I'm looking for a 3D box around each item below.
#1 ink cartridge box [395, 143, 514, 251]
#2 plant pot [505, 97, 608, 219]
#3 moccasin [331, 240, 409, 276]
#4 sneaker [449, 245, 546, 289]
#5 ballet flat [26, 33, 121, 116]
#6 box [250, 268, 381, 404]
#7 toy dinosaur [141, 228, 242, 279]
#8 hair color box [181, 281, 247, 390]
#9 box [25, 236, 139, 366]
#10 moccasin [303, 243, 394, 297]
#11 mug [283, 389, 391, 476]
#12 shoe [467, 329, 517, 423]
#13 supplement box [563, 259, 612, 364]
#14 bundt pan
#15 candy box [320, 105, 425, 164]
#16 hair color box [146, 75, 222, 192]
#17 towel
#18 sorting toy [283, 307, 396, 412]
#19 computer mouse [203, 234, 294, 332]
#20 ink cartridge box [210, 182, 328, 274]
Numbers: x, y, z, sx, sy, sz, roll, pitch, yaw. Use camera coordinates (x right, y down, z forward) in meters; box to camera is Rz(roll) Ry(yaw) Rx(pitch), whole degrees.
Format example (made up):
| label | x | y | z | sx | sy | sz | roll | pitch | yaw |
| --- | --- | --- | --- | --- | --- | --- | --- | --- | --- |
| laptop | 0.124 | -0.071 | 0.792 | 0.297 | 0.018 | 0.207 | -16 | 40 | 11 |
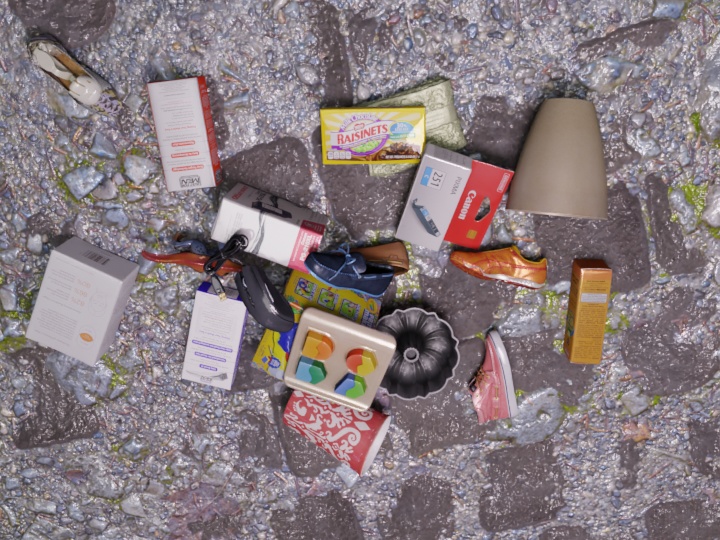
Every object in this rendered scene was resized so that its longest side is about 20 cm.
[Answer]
| label | x | y | z | sx | sy | sz | roll | pitch | yaw |
| --- | --- | --- | --- | --- | --- | --- | --- | --- | --- |
| ink cartridge box | 0.175 | -0.123 | 1.337 | 0.172 | 0.045 | 0.202 | 17 | 132 | -2 |
| plant pot | 0.368 | -0.203 | 1.285 | 0.183 | 0.187 | 0.205 | 6 | 95 | 0 |
| moccasin | 0.000 | 0.001 | 1.402 | 0.196 | 0.079 | 0.074 | -8 | 146 | -1 |
| sneaker | 0.273 | -0.016 | 1.404 | 0.195 | 0.073 | 0.079 | 11 | 86 | -5 |
| ballet flat | -0.540 | -0.358 | 1.317 | 0.200 | 0.072 | 0.072 | 41 | 105 | -11 |
| box | -0.088 | 0.124 | 1.396 | 0.189 | 0.123 | 0.202 | 25 | 128 | -6 |
| toy dinosaur | -0.293 | -0.003 | 1.385 | 0.179 | 0.199 | 0.107 | 26 | 128 | 26 |
| hair color box | -0.299 | 0.136 | 1.470 | 0.107 | 0.065 | 0.204 | 14 | 106 | -3 |
| box | -0.563 | 0.061 | 1.433 | 0.150 | 0.107 | 0.203 | 24 | 107 | -6 |
| moccasin | -0.018 | -0.010 | 1.301 | 0.198 | 0.081 | 0.068 | 13 | 126 | -46 |
| mug | -0.057 | 0.333 | 1.475 | 0.197 | 0.134 | 0.180 | 26 | 128 | 13 |
| shoe | 0.266 | 0.226 | 1.469 | 0.089 | 0.072 | 0.204 | -15 | 111 | 1 |
| supplement box | 0.455 | 0.084 | 1.419 | 0.067 | 0.067 | 0.205 | 0 | 107 | 2 |
| bundt pan | 0.104 | 0.158 | 1.452 | 0.197 | 0.076 | 0.207 | 1 | 108 | 3 |
| candy box | 0.024 | -0.252 | 1.315 | 0.195 | 0.026 | 0.105 | 0 | 109 | 7 |
| hair color box | -0.332 | -0.260 | 1.344 | 0.099 | 0.061 | 0.205 | -5 | 107 | 4 |
| towel | 0.093 | -0.267 | 1.336 | 0.196 | 0.037 | 0.151 | -17 | 107 | 8 |
| sorting toy | -0.044 | 0.176 | 1.323 | 0.181 | 0.037 | 0.202 | 19 | 128 | -1 |
| computer mouse | -0.215 | 0.046 | 1.291 | 0.139 | 0.046 | 0.202 | -27 | 99 | 37 |
| ink cartridge box | -0.170 | -0.084 | 1.349 | 0.196 | 0.145 | 0.086 | 20 | 107 | -4 |
